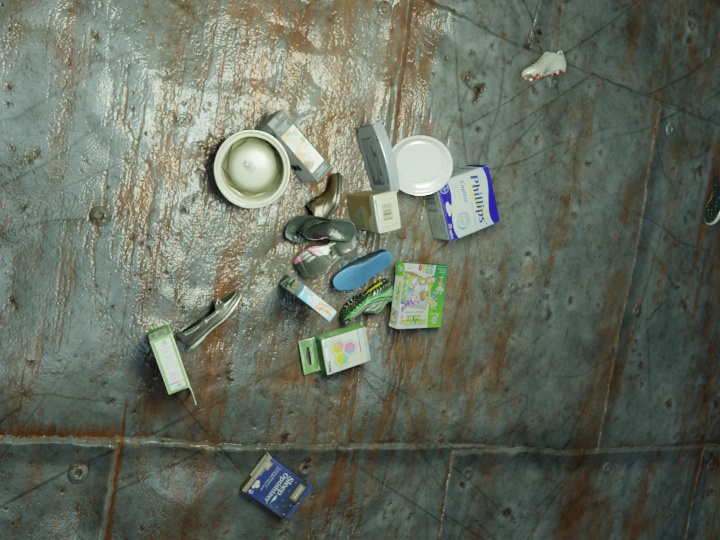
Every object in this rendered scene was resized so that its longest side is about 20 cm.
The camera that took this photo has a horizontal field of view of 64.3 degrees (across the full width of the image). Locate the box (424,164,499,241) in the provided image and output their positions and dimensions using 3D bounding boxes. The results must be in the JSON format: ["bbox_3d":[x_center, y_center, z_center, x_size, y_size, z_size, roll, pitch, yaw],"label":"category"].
[{"bbox_3d":[0.312,-0.213,1.783,0.197,0.105,0.187,-22,106,-21],"label":"box"}]

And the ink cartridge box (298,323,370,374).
[{"bbox_3d":[-0.074,0.237,1.682,0.197,0.059,0.106,-14,103,-23],"label":"ink cartridge box"}]

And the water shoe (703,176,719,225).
[{"bbox_3d":[1.458,-0.276,2.316,0.078,0.071,0.204,16,91,-27],"label":"water shoe"}]

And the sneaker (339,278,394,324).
[{"bbox_3d":[0.026,0.108,1.710,0.198,0.078,0.086,-30,109,-18],"label":"sneaker"}]

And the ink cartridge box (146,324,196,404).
[{"bbox_3d":[-0.488,0.252,1.480,0.058,0.104,0.204,-20,105,-20],"label":"ink cartridge box"}]

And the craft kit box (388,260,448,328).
[{"bbox_3d":[0.181,0.077,1.770,0.197,0.048,0.202,2,100,-40],"label":"craft kit box"}]

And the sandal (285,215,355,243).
[{"bbox_3d":[-0.112,-0.113,1.569,0.196,0.048,0.077,-2,102,4],"label":"sandal"}]

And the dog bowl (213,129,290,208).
[{"bbox_3d":[-0.285,-0.269,1.502,0.196,0.074,0.204,-5,109,-14],"label":"dog bowl"}]

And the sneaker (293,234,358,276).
[{"bbox_3d":[-0.091,-0.041,1.639,0.197,0.086,0.082,-24,85,3],"label":"sneaker"}]

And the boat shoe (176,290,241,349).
[{"bbox_3d":[-0.402,0.120,1.523,0.200,0.067,0.057,-46,117,-8],"label":"boat shoe"}]

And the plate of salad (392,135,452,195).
[{"bbox_3d":[0.176,-0.310,1.703,0.196,0.048,0.204,-1,69,3],"label":"plate of salad"}]

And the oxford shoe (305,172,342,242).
[{"bbox_3d":[-0.107,-0.188,1.614,0.083,0.072,0.203,21,87,-21],"label":"oxford shoe"}]

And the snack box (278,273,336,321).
[{"bbox_3d":[-0.147,0.072,1.558,0.116,0.199,0.037,41,83,-23],"label":"snack box"}]

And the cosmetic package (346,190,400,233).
[{"bbox_3d":[0.034,-0.168,1.609,0.070,0.199,0.107,-14,102,-20],"label":"cosmetic package"}]

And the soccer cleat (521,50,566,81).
[{"bbox_3d":[0.596,-0.673,1.876,0.197,0.069,0.079,-20,100,-28],"label":"soccer cleat"}]

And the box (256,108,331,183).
[{"bbox_3d":[-0.179,-0.329,1.538,0.060,0.116,0.200,-48,111,-13],"label":"box"}]

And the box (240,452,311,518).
[{"bbox_3d":[-0.240,0.642,1.686,0.200,0.032,0.122,44,78,-24],"label":"box"}]

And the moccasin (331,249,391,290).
[{"bbox_3d":[0.000,0.000,1.691,0.197,0.068,0.082,-23,113,-19],"label":"moccasin"}]

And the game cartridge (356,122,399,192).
[{"bbox_3d":[0.052,-0.316,1.634,0.040,0.133,0.203,-21,106,-19],"label":"game cartridge"}]
